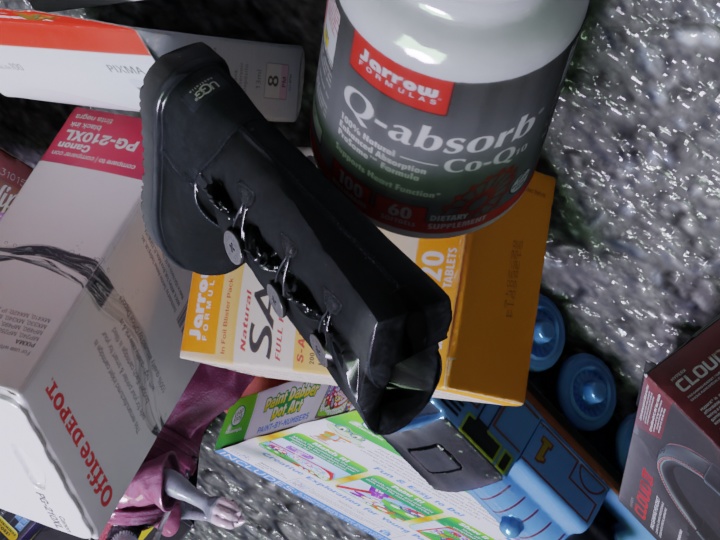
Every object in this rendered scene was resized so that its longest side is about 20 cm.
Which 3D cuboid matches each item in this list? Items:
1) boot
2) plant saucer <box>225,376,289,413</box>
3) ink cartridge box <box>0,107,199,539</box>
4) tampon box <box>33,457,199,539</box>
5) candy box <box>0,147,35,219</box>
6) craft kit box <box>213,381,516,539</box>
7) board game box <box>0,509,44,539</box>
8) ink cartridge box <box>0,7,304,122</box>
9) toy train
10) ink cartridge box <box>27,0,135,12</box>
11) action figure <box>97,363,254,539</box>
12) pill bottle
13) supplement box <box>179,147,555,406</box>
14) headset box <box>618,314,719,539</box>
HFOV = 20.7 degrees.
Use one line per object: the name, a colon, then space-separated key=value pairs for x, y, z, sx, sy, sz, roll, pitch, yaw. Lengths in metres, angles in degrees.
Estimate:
boot: x=-0.031 y=0.003 z=0.978 sx=0.200 sy=0.066 sz=0.165 roll=45 pitch=161 yaw=29
plant saucer: x=-0.092 y=0.011 z=1.297 sx=0.200 sy=0.037 sz=0.199 roll=47 pitch=149 yaw=-21
ink cartridge box: x=-0.159 y=0.030 z=1.145 sx=0.084 sy=0.201 sz=0.145 roll=12 pitch=145 yaw=24
tampon box: x=-0.210 y=0.171 z=1.452 sx=0.126 sy=0.150 sz=0.200 roll=39 pitch=-171 yaw=-11
candy box: x=-0.282 y=-0.060 z=1.263 sx=0.199 sy=0.057 sz=0.117 roll=15 pitch=168 yaw=34
craft kit box: x=0.032 y=0.132 z=1.301 sx=0.199 sy=0.049 sz=0.197 roll=31 pitch=157 yaw=-23
board game box: x=-0.281 y=0.101 z=1.320 sx=0.200 sy=0.165 sz=0.057 roll=43 pitch=-170 yaw=5
ink cartridge box: x=-0.153 y=-0.110 z=1.048 sx=0.162 sy=0.199 sz=0.057 roll=8 pitch=99 yaw=38
toy train: x=0.099 y=0.100 z=1.154 sx=0.200 sy=0.114 sz=0.087 roll=46 pitch=149 yaw=-20
ink cartridge box: x=-0.147 y=-0.227 z=0.946 sx=0.145 sy=0.084 sz=0.200 roll=1 pitch=137 yaw=45
action figure: x=-0.129 y=0.105 z=1.229 sx=0.148 sy=0.201 sz=0.134 roll=27 pitch=156 yaw=0
pill bottle: x=0.040 y=-0.111 z=0.896 sx=0.115 sy=0.116 sz=0.200 roll=28 pitch=151 yaw=10
supplement box: x=0.000 y=0.000 z=1.079 sx=0.199 sy=0.127 sz=0.073 roll=3 pitch=172 yaw=42
headset box: x=0.222 y=0.125 z=1.054 sx=0.200 sy=0.075 sz=0.149 roll=47 pitch=159 yaw=25
